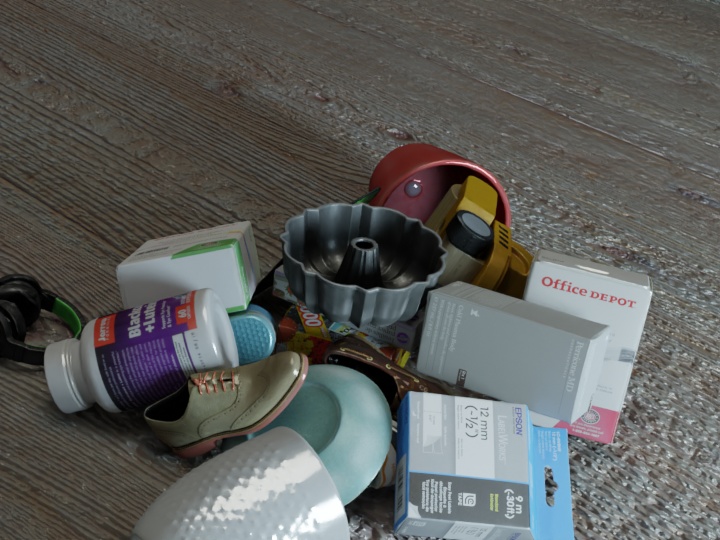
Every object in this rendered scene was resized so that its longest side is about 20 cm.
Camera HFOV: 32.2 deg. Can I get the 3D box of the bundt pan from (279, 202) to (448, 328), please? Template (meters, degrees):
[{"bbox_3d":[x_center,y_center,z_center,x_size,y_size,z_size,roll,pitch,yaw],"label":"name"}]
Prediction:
[{"bbox_3d":[0.000,0.000,1.485,0.201,0.076,0.202,6,31,-4],"label":"bundt pan"}]

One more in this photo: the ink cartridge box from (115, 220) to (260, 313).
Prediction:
[{"bbox_3d":[-0.208,0.003,1.553,0.144,0.084,0.200,-11,10,3],"label":"ink cartridge box"}]

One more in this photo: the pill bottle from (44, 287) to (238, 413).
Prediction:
[{"bbox_3d":[-0.248,0.097,1.410,0.199,0.112,0.112,-16,31,5],"label":"pill bottle"}]

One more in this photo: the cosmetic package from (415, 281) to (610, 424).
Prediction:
[{"bbox_3d":[0.175,0.091,1.434,0.200,0.107,0.090,16,15,27],"label":"cosmetic package"}]

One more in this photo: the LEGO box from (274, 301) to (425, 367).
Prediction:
[{"bbox_3d":[-0.008,0.071,1.594,0.149,0.077,0.200,15,31,10],"label":"LEGO box"}]

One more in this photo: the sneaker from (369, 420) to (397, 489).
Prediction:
[{"bbox_3d":[-0.031,0.177,1.410,0.200,0.079,0.079,26,29,24],"label":"sneaker"}]

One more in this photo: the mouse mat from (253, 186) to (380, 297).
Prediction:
[{"bbox_3d":[-0.066,-0.033,1.661,0.008,0.200,0.161,50,41,6],"label":"mouse mat"}]

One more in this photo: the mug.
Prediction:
[{"bbox_3d":[-0.109,0.273,1.187,0.175,0.148,0.200,-23,72,-27],"label":"mug"}]

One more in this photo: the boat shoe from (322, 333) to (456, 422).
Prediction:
[{"bbox_3d":[0.042,0.148,1.447,0.200,0.071,0.070,31,13,7],"label":"boat shoe"}]

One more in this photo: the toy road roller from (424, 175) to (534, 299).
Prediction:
[{"bbox_3d":[0.157,-0.016,1.629,0.146,0.123,0.200,30,27,-9],"label":"toy road roller"}]

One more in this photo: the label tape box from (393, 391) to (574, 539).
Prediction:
[{"bbox_3d":[0.140,0.215,1.345,0.199,0.066,0.144,6,60,-7],"label":"label tape box"}]

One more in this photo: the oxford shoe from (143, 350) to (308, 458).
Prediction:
[{"bbox_3d":[-0.146,0.137,1.341,0.075,0.200,0.071,43,24,-34],"label":"oxford shoe"}]

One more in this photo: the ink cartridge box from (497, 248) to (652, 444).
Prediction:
[{"bbox_3d":[0.258,0.089,1.503,0.146,0.201,0.083,14,15,9],"label":"ink cartridge box"}]

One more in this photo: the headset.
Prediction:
[{"bbox_3d":[-0.428,0.043,1.511,0.200,0.094,0.124,20,30,-4],"label":"headset"}]

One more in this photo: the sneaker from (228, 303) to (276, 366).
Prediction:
[{"bbox_3d":[-0.194,0.092,1.528,0.199,0.080,0.131,-8,5,6],"label":"sneaker"}]

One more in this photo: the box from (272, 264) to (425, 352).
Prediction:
[{"bbox_3d":[-0.014,0.041,1.527,0.200,0.039,0.041,22,35,21],"label":"box"}]

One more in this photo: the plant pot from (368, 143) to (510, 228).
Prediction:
[{"bbox_3d":[0.096,-0.093,1.805,0.200,0.201,0.177,1,22,-13],"label":"plant pot"}]

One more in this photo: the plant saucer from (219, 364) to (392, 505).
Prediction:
[{"bbox_3d":[-0.066,0.175,1.349,0.200,0.039,0.201,-11,48,12],"label":"plant saucer"}]
